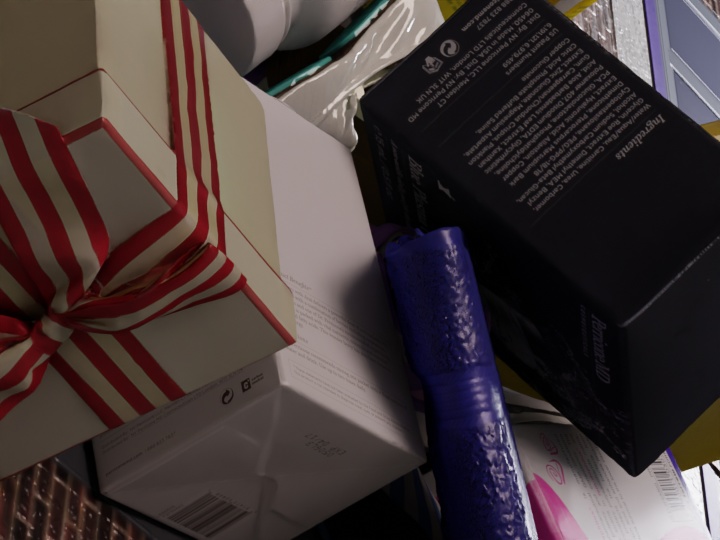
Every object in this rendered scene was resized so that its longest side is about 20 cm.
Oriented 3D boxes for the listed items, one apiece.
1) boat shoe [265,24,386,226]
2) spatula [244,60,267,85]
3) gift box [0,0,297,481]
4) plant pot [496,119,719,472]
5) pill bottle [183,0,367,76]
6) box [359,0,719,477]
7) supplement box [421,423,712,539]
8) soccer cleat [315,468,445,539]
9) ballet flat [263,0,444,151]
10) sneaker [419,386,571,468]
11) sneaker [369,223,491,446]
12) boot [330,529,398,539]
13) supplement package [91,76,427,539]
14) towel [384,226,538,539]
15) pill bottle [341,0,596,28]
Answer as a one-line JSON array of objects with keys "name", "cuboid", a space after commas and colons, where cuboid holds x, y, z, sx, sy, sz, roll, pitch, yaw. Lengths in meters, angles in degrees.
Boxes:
[{"name": "boat shoe", "cuboid": [0.003, -0.061, 1.741, 0.201, 0.074, 0.066, 62, -5, 16]}, {"name": "spatula", "cuboid": [-0.052, -0.171, 1.811, 0.200, 0.020, 0.057, -63, 133, -65]}, {"name": "gift box", "cuboid": [-0.154, -0.034, 1.282, 0.200, 0.184, 0.187, 44, 25, -39]}, {"name": "plant pot", "cuboid": [0.177, 0.016, 1.803, 0.176, 0.200, 0.201, 0, 74, -41]}, {"name": "pill bottle", "cuboid": [-0.040, -0.195, 1.697, 0.115, 0.114, 0.200, 54, 49, -8]}, {"name": "box", "cuboid": [0.114, -0.023, 1.566, 0.200, 0.117, 0.197, 41, -16, 24]}, {"name": "supplement box", "cuboid": [0.110, 0.153, 1.644, 0.200, 0.103, 0.102, 8, 55, -61]}, {"name": "soccer cleat", "cuboid": [-0.007, 0.103, 1.542, 0.201, 0.070, 0.086, 65, 10, 11]}, {"name": "ballet flat", "cuboid": [-0.011, -0.101, 1.672, 0.200, 0.069, 0.070, -41, 99, -35]}, {"name": "sneaker", "cuboid": [0.053, 0.057, 1.679, 0.200, 0.076, 0.116, 14, 51, -54]}, {"name": "sneaker", "cuboid": [0.000, 0.000, 1.574, 0.200, 0.089, 0.080, 43, 53, 16]}, {"name": "boot", "cuboid": [0.019, 0.239, 1.413, 0.199, 0.073, 0.162, 60, 24, -6]}, {"name": "supplement package", "cuboid": [-0.065, 0.021, 1.448, 0.121, 0.120, 0.201, 31, 36, -46]}, {"name": "towel", "cuboid": [0.050, 0.077, 1.446, 0.148, 0.049, 0.201, 2, 75, -86]}, {"name": "pill bottle", "cuboid": [0.089, -0.195, 1.807, 0.114, 0.200, 0.115, 36, 35, -30]}]
